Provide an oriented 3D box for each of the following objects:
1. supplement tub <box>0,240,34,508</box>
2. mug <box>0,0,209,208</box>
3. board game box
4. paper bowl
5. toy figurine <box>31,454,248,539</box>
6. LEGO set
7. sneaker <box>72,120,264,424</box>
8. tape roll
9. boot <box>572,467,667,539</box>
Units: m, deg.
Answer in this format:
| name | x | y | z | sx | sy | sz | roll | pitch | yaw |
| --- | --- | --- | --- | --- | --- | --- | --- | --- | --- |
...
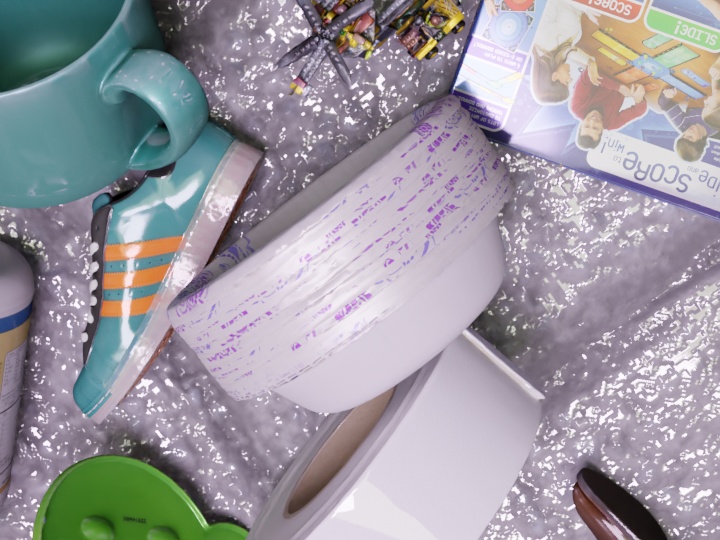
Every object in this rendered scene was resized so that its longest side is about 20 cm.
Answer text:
| name | x | y | z | sx | sy | sz | roll | pitch | yaw |
| --- | --- | --- | --- | --- | --- | --- | --- | --- | --- |
| supplement tub | -0.283 | 0.081 | 0.754 | 0.144 | 0.145 | 0.201 | 12 | 105 | 1 |
| mug | -0.177 | -0.100 | 0.686 | 0.152 | 0.185 | 0.115 | -25 | 144 | -10 |
| board game box | 0.161 | -0.118 | 0.725 | 0.199 | 0.034 | 0.136 | 20 | 104 | 0 |
| paper bowl | 0.000 | 0.000 | 0.683 | 0.200 | 0.201 | 0.104 | -37 | 97 | 12 |
| toy figurine | -0.183 | 0.229 | 0.804 | 0.184 | 0.200 | 0.151 | -32 | 57 | 30 |
| LEGO set | -0.018 | -0.206 | 0.660 | 0.154 | 0.116 | 0.200 | -34 | 88 | 15 |
| sneaker | -0.139 | -0.004 | 0.764 | 0.080 | 0.071 | 0.201 | 29 | 97 | -2 |
| tape roll | 0.015 | 0.121 | 0.713 | 0.071 | 0.202 | 0.203 | 40 | 104 | -5 |
| boot | 0.134 | 0.251 | 0.812 | 0.200 | 0.064 | 0.187 | -38 | 96 | 17 |
